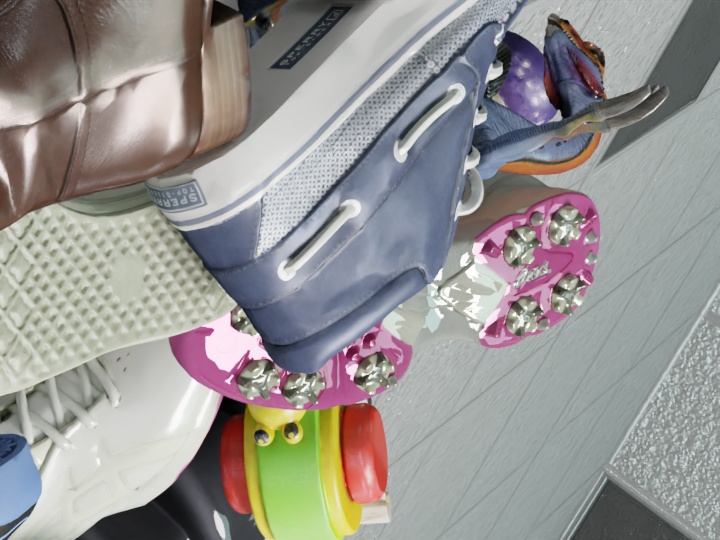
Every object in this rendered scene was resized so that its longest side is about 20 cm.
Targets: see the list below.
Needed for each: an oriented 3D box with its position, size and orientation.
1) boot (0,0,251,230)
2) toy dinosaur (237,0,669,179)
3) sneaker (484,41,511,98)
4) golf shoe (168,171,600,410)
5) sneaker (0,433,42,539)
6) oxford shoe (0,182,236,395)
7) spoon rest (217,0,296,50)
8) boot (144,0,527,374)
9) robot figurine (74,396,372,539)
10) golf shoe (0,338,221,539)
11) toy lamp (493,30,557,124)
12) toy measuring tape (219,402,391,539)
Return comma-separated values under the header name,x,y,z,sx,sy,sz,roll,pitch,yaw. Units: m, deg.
name,x,y,z,sx,sy,sz,roll,pitch,yaw
boot,-0.127,-0.080,0.724,0.199,0.064,0.188,-27,118,-31
toy dinosaur,0.017,-0.067,0.993,0.199,0.106,0.181,-29,149,25
sneaker,-0.040,-0.072,1.072,0.199,0.090,0.070,-28,159,3
golf shoe,0.000,0.000,1.028,0.199,0.091,0.076,-13,124,-33
sneaker,-0.194,0.142,0.955,0.199,0.078,0.070,-35,-159,-18
oxford shoe,-0.115,-0.002,0.838,0.199,0.057,0.076,-8,107,-53
spoon rest,-0.054,-0.083,0.999,0.099,0.061,0.201,35,90,-41
boot,0.017,-0.059,0.881,0.200,0.091,0.073,-43,-152,-20
robot figurine,-0.077,0.081,1.180,0.200,0.149,0.126,-45,126,-43
golf shoe,-0.130,0.073,1.034,0.200,0.075,0.091,-49,155,17
toy lamp,0.013,-0.032,1.142,0.200,0.058,0.058,-41,162,-31
toy measuring tape,-0.016,0.096,1.098,0.074,0.073,0.200,-51,156,-13
